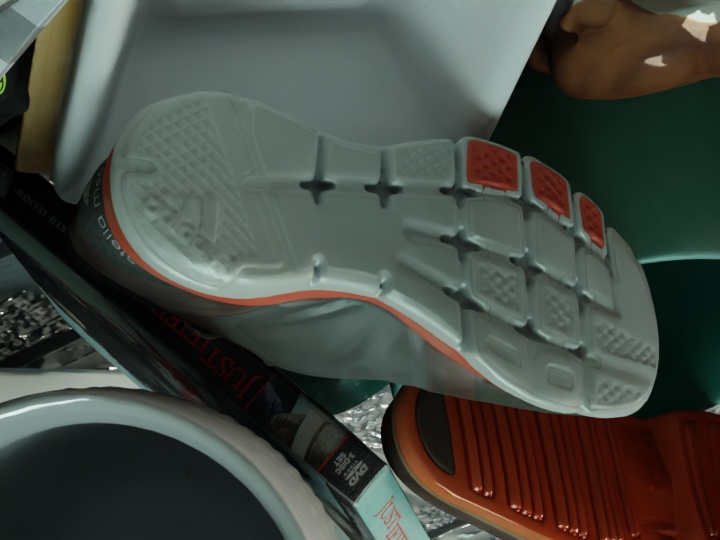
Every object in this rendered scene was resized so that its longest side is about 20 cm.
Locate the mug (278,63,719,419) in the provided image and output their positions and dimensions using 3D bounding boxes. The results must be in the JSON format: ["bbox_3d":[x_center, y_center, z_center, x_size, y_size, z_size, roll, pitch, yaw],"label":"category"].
[{"bbox_3d":[0.061,-0.019,0.958,0.184,0.115,0.152,1,151,-24],"label":"mug"}]

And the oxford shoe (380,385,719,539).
[{"bbox_3d":[0.064,0.078,0.947,0.072,0.071,0.200,-23,152,34],"label":"oxford shoe"}]

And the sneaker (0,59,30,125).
[{"bbox_3d":[-0.114,-0.082,0.758,0.071,0.083,0.200,-21,170,-22],"label":"sneaker"}]

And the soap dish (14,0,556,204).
[{"bbox_3d":[-0.018,-0.100,0.800,0.157,0.081,0.200,-5,152,-15],"label":"soap dish"}]

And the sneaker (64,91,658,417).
[{"bbox_3d":[0.000,0.000,0.841,0.200,0.077,0.082,21,153,-25],"label":"sneaker"}]

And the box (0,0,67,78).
[{"bbox_3d":[-0.108,-0.132,0.615,0.156,0.041,0.200,35,122,-16],"label":"box"}]

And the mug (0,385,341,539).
[{"bbox_3d":[-0.054,0.129,0.856,0.148,0.200,0.175,-48,175,1],"label":"mug"}]

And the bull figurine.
[{"bbox_3d":[0.145,-0.107,0.856,0.199,0.065,0.121,-21,157,-1],"label":"bull figurine"}]

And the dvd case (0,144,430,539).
[{"bbox_3d":[-0.053,0.040,0.961,0.022,0.200,0.146,-48,156,-11],"label":"dvd case"}]

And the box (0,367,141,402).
[{"bbox_3d":[-0.110,0.142,1.083,0.152,0.201,0.106,2,170,-25],"label":"box"}]
